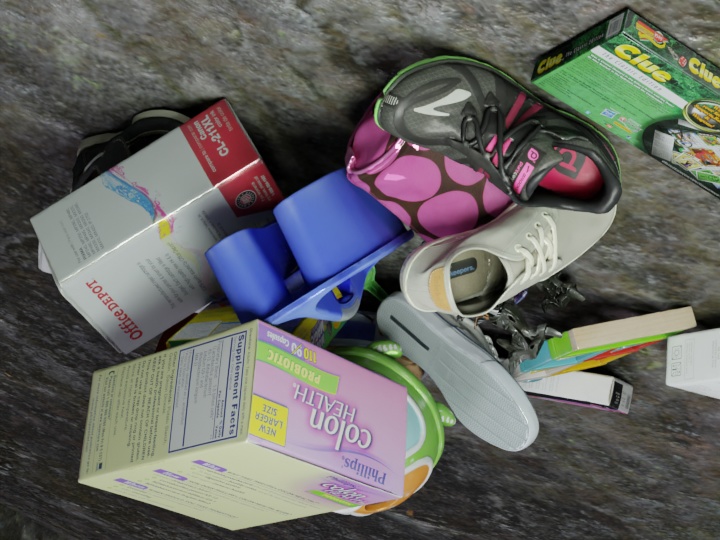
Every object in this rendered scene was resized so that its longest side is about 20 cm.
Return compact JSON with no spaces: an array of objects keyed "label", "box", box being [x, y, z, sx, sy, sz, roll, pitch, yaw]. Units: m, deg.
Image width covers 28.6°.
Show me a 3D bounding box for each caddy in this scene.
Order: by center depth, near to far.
[{"label":"caddy","box":[-0.034,-0.007,1.134,0.141,0.105,0.200,-30,-179,19]}]

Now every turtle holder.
[{"label":"turtle holder","box":[-0.011,0.137,1.291,0.140,0.132,0.186,-16,108,32]}]

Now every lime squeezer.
[{"label":"lime squeezer","box":[0.000,0.000,1.380,0.070,0.038,0.200,24,168,35]}]

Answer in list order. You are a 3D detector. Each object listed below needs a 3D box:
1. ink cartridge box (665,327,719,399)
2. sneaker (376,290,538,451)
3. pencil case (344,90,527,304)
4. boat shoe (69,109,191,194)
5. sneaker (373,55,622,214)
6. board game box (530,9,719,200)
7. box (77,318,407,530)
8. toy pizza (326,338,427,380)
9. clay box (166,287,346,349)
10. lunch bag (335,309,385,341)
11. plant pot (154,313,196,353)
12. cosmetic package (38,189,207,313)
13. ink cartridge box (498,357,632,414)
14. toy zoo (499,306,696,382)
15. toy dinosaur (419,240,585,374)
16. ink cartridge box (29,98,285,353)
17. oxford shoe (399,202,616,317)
[{"label":"ink cartridge box","box":[0.375,0.078,1.229,0.108,0.051,0.200,15,162,-30]},{"label":"sneaker","box":[0.104,0.085,1.338,0.200,0.071,0.073,47,129,22]},{"label":"pencil case","box":[0.069,-0.059,1.119,0.093,0.091,0.200,-35,127,21]},{"label":"boat shoe","box":[-0.204,-0.096,1.299,0.072,0.068,0.199,36,150,-30]},{"label":"sneaker","box":[0.106,-0.095,1.008,0.199,0.077,0.084,17,-158,-16]},{"label":"board game box","box":[0.227,-0.107,0.982,0.199,0.024,0.105,28,158,-22]},{"label":"box","box":[-0.093,0.131,1.133,0.199,0.097,0.175,-18,148,39]},{"label":"toy pizza","box":[-0.029,0.108,1.425,0.198,0.032,0.200,1,162,0]},{"label":"clay box","box":[-0.084,0.050,1.263,0.114,0.048,0.200,-3,-167,15]},{"label":"lunch bag","box":[-0.064,0.068,1.487,0.199,0.076,0.160,9,172,-26]},{"label":"plant pot","box":[-0.163,0.151,1.692,0.199,0.201,0.177,21,146,-5]},{"label":"cosmetic package","box":[-0.207,-0.024,1.398,0.199,0.102,0.075,16,118,12]},{"label":"ink cartridge box","box":[0.180,0.115,1.489,0.199,0.037,0.095,11,174,25]},{"label":"toy zoo","box":[0.209,0.077,1.337,0.130,0.021,0.200,-9,168,-23]},{"label":"toy dinosaur","box":[0.120,0.011,1.262,0.136,0.102,0.200,42,175,-11]},{"label":"ink cartridge box","box":[-0.164,-0.035,1.230,0.083,0.199,0.146,58,178,31]},{"label":"oxford shoe","box":[0.124,-0.015,1.083,0.058,0.199,0.076,21,129,57]}]
